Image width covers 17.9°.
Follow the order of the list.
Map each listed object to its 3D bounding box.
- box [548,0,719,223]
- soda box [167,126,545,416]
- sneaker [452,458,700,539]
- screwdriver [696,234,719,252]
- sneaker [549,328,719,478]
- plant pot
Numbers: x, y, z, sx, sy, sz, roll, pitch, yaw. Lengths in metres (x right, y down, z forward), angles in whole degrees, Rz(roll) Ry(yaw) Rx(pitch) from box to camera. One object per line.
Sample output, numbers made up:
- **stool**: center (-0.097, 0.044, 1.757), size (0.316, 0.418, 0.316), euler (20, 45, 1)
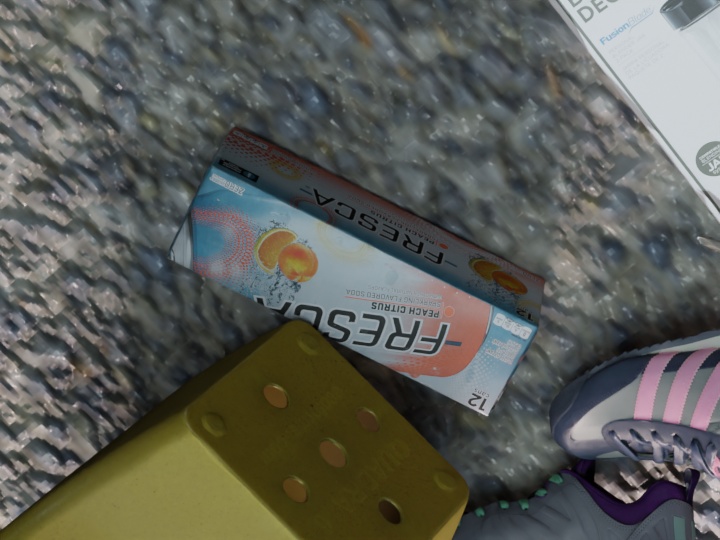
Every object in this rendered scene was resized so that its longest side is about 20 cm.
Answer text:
- **box**: center (0.197, -0.107, 1.177), size (0.116, 0.060, 0.200), euler (-33, 103, 21)
- **soda box**: center (0.000, 0.000, 1.250), size (0.200, 0.068, 0.064), euler (26, 114, -2)
- **sneaker**: center (0.099, 0.149, 1.311), size (0.199, 0.074, 0.088), euler (2, 78, 19)
- **screwdriver**: center (0.254, 0.014, 1.190), size (0.200, 0.028, 0.029), euler (24, 155, -32)
- **sneaker**: center (0.184, 0.083, 1.221), size (0.200, 0.082, 0.070), euler (-21, 140, 36)
- **plant pot**: center (-0.062, 0.146, 1.217), size (0.200, 0.200, 0.176), euler (44, 124, 5)
